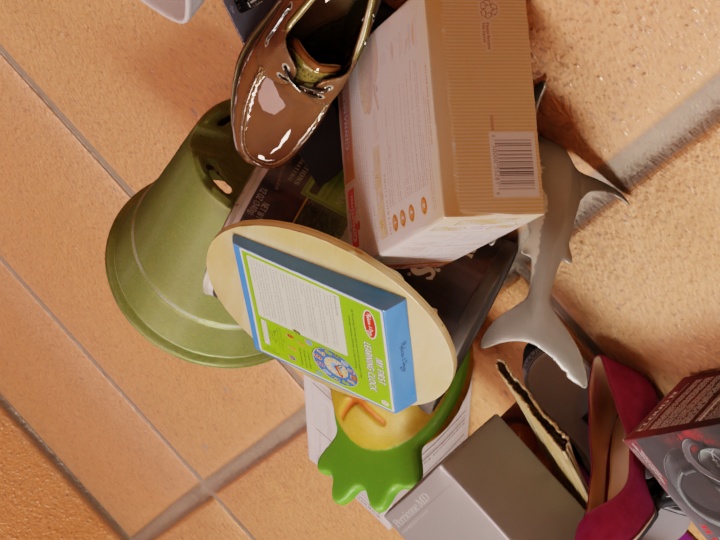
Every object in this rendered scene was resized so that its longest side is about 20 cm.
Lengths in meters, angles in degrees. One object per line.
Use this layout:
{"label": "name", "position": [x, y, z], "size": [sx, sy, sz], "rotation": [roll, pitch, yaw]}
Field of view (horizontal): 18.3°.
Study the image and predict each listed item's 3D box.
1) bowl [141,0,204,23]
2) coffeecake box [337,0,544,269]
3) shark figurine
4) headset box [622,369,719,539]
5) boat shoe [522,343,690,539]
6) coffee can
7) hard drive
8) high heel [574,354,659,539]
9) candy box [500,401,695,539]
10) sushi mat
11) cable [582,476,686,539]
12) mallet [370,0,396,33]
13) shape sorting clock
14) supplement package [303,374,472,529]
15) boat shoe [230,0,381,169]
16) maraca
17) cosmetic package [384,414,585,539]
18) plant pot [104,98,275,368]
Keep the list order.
{"label": "bowl", "position": [-0.179, -0.305, 1.694], "size": [0.200, 0.075, 0.200], "rotation": [40, 159, 24]}
{"label": "coffeecake box", "position": [0.049, -0.092, 1.510], "size": [0.200, 0.073, 0.154], "rotation": [152, 115, -70]}
{"label": "shark figurine", "position": [0.139, -0.036, 1.506], "size": [0.089, 0.215, 0.128], "rotation": [14, 129, -15]}
{"label": "headset box", "position": [0.286, 0.144, 1.568], "size": [0.149, 0.077, 0.200], "rotation": [50, 159, -7]}
{"label": "boat shoe", "position": [0.195, 0.130, 1.764], "size": [0.200, 0.069, 0.057], "rotation": [53, -175, -17]}
{"label": "coffee can", "position": [0.000, 0.000, 1.710], "size": [0.200, 0.146, 0.146], "rotation": [27, 158, 5]}
{"label": "hard drive", "position": [-0.055, -0.175, 1.633], "size": [0.135, 0.042, 0.200], "rotation": [-88, -25, -61]}
{"label": "high heel", "position": [0.174, 0.145, 1.646], "size": [0.096, 0.200, 0.067], "rotation": [45, 125, -4]}
{"label": "candy box", "position": [0.173, 0.208, 1.862], "size": [0.200, 0.117, 0.056], "rotation": [45, 160, 10]}
{"label": "sushi mat", "position": [0.151, 0.139, 1.732], "size": [0.096, 0.012, 0.200], "rotation": [52, 177, 29]}
{"label": "cable", "position": [0.237, 0.226, 1.675], "size": [0.163, 0.200, 0.051], "rotation": [8, 128, -4]}
{"label": "mallet", "position": [-0.013, -0.231, 1.549], "size": [0.066, 0.041, 0.200], "rotation": [37, 154, 30]}
{"label": "shape sorting clock", "position": [-0.021, 0.030, 1.605], "size": [0.200, 0.039, 0.200], "rotation": [27, 151, 16]}
{"label": "supplement package", "position": [0.025, 0.129, 2.034], "size": [0.114, 0.110, 0.200], "rotation": [40, 159, 19]}
{"label": "boat shoe", "position": [-0.039, -0.150, 1.532], "size": [0.072, 0.200, 0.068], "rotation": [17, -154, -13]}
{"label": "maraca", "position": [0.028, 0.104, 1.874], "size": [0.137, 0.200, 0.107], "rotation": [4, 161, 46]}
{"label": "cosmetic package", "position": [0.127, 0.225, 1.762], "size": [0.200, 0.090, 0.107], "rotation": [44, 139, 5]}
{"label": "plant pot", "position": [-0.103, -0.049, 1.898], "size": [0.200, 0.200, 0.190], "rotation": [44, 147, 11]}
